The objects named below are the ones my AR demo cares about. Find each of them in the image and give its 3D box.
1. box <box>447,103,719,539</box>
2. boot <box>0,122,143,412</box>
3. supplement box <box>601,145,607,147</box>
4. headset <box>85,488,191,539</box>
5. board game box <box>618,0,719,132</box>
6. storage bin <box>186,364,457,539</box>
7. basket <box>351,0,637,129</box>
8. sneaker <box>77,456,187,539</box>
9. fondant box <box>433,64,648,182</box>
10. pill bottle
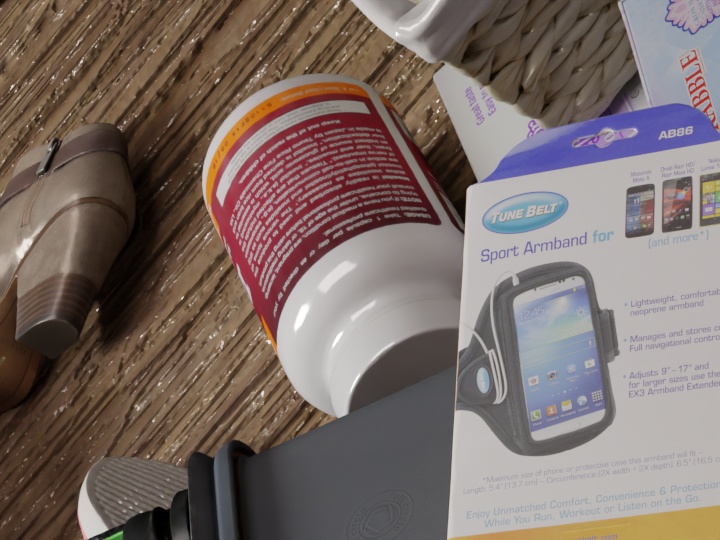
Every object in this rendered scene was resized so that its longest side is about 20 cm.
[{"bbox_3d":[0.098,0.031,1.054,0.118,0.042,0.201,-9,55,23],"label":"box"},{"bbox_3d":[-0.206,0.000,1.605,0.199,0.070,0.147,-23,44,33],"label":"boot"},{"bbox_3d":[0.186,0.007,1.165,0.199,0.086,0.111,-1,62,46],"label":"supplement box"},{"bbox_3d":[-0.098,0.158,1.201,0.123,0.094,0.200,-26,8,-12],"label":"headset"},{"bbox_3d":[0.211,-0.086,1.102,0.199,0.041,0.201,-33,44,25],"label":"board game box"},{"bbox_3d":[0.023,0.144,1.142,0.134,0.146,0.200,-29,33,14],"label":"storage bin"},{"bbox_3d":[0.092,-0.178,1.269,0.200,0.123,0.136,-50,38,7],"label":"basket"},{"bbox_3d":[-0.111,0.174,1.373,0.200,0.075,0.105,-116,39,-64],"label":"sneaker"},{"bbox_3d":[0.140,-0.100,1.308,0.200,0.058,0.145,-42,41,20],"label":"fondant box"},{"bbox_3d":[0.000,0.000,1.343,0.113,0.113,0.200,-45,40,15],"label":"pill bottle"}]
